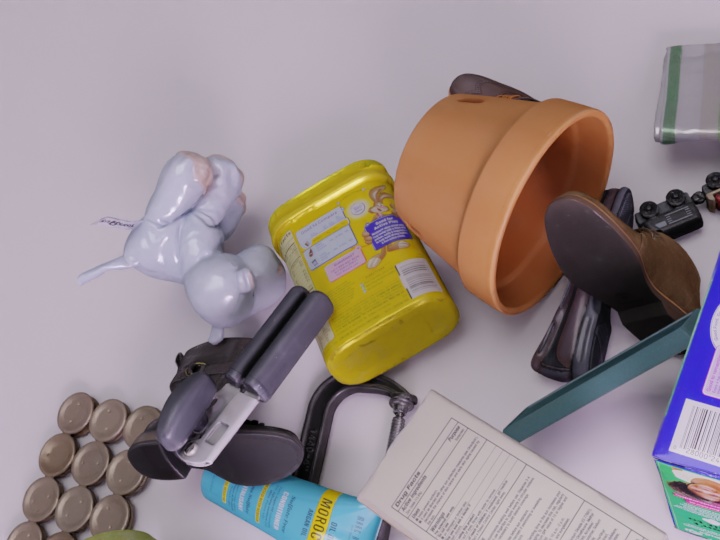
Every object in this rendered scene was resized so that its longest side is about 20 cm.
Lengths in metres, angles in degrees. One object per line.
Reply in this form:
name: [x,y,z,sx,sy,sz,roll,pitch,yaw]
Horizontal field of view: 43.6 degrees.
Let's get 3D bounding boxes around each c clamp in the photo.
c clamp: [0.008,0.188,0.863,0.170,0.027,0.201,-8,60,28]

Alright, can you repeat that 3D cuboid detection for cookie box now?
cookie box: [0.288,0.104,0.676,0.075,0.200,0.172,14,68,31]

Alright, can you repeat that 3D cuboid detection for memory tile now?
memory tile: [-0.298,0.235,0.977,0.152,0.017,0.201,4,65,26]

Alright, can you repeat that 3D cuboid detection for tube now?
tube: [-0.065,0.225,0.845,0.199,0.050,0.078,13,89,36]

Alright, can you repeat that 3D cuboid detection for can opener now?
can opener: [-0.104,0.085,0.810,0.053,0.067,0.200,13,57,43]

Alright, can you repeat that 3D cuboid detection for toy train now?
toy train: [0.358,-0.077,0.847,0.199,0.034,0.046,-24,59,10]

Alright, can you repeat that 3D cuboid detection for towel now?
towel: [0.393,-0.171,0.871,0.199,0.031,0.150,3,49,23]

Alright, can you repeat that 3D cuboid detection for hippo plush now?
hippo plush: [-0.159,-0.025,0.964,0.161,0.200,0.160,38,121,24]

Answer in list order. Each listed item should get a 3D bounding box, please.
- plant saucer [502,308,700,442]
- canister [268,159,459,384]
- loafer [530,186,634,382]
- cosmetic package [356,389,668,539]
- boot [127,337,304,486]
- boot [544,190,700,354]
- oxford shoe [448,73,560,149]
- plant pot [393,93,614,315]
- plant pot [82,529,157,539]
plant saucer: [0.201,0.091,0.752,0.200,0.070,0.019,-38,82,35]
canister: [0.000,0.000,0.924,0.148,0.087,0.201,-30,51,6]
loafer: [0.209,0.009,0.847,0.063,0.072,0.201,6,68,31]
cosmetic package: [0.108,0.184,0.648,0.199,0.071,0.105,30,77,33]
boot: [-0.129,0.126,0.905,0.199,0.070,0.174,-3,35,21]
boot: [0.231,-0.012,0.782,0.073,0.200,0.076,-12,44,50]
oxford shoe: [0.164,-0.170,0.962,0.071,0.073,0.200,-45,54,-6]
plant pot: [0.126,-0.077,0.846,0.140,0.200,0.201,29,77,31]
plant pot: [-0.203,0.339,0.787,0.200,0.201,0.184,-41,42,-2]
